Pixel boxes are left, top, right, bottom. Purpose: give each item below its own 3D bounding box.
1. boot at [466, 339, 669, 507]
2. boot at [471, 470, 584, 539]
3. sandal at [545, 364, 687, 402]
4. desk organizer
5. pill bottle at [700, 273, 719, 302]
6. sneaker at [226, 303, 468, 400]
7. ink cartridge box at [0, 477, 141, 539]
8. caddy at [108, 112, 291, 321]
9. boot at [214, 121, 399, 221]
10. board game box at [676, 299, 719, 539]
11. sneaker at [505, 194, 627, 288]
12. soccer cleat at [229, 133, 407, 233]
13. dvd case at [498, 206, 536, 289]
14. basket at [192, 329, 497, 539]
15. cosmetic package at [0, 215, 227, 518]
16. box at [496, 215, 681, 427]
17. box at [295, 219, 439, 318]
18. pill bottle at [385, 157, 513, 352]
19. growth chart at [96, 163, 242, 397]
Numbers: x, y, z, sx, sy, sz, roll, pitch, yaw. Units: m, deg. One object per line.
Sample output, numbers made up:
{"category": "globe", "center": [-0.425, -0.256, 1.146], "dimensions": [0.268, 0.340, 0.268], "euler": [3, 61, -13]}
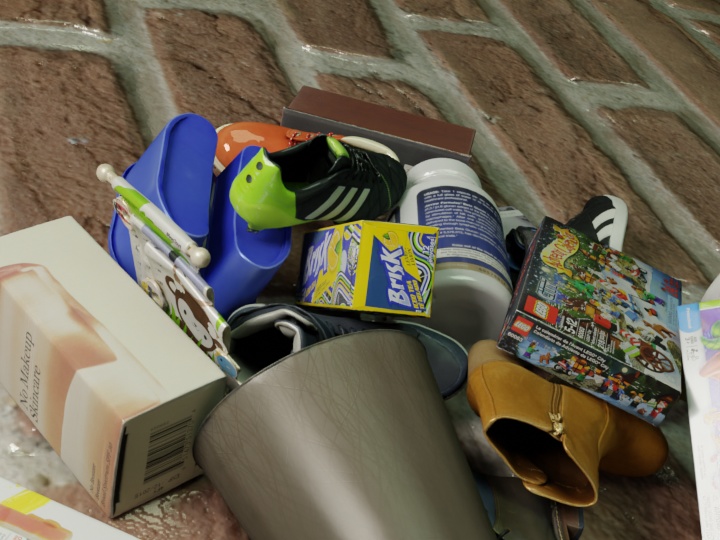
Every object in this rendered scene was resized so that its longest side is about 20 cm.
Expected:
{"category": "boot", "center": [0.162, 0.135, 0.811], "dimensions": [0.201, 0.071, 0.144], "euler": [31, 19, -14]}
{"category": "boot", "center": [0.100, 0.205, 0.735], "dimensions": [0.097, 0.075, 0.200], "euler": [19, 23, -1]}
{"category": "sandal", "center": [0.223, 0.099, 0.955], "dimensions": [0.212, 0.078, 0.070], "euler": [-14, 10, -23]}
{"category": "desk organizer", "center": [0.017, -0.130, 1.152], "dimensions": [0.200, 0.072, 0.077], "euler": [15, 32, 4]}
{"category": "pill bottle", "center": [0.431, 0.072, 1.030], "dimensions": [0.112, 0.112, 0.200], "euler": [-13, 46, -37]}
{"category": "sneaker", "center": [-0.010, 0.070, 0.818], "dimensions": [0.202, 0.077, 0.146], "euler": [8, -1, -1]}
{"category": "ink cartridge box", "center": [-0.233, 0.188, 0.601], "dimensions": [0.200, 0.083, 0.145], "euler": [22, 35, 6]}
{"category": "caddy", "center": [-0.140, -0.038, 0.941], "dimensions": [0.141, 0.105, 0.200], "euler": [27, 37, -24]}
{"category": "boot", "center": [-0.053, -0.112, 1.063], "dimensions": [0.200, 0.107, 0.075], "euler": [15, 75, 0]}
{"category": "board game box", "center": [0.315, 0.114, 0.799], "dimensions": [0.045, 0.134, 0.200], "euler": [36, 48, -53]}
{"category": "sneaker", "center": [0.200, -0.031, 1.077], "dimensions": [0.112, 0.073, 0.200], "euler": [20, 36, -1]}
{"category": "soccer cleat", "center": [-0.021, -0.079, 0.921], "dimensions": [0.200, 0.081, 0.068], "euler": [-14, 61, -45]}
{"category": "dvd case", "center": [0.151, 0.003, 1.087], "dimensions": [0.149, 0.016, 0.200], "euler": [-8, 42, -31]}
{"category": "basket", "center": [0.009, 0.161, 0.705], "dimensions": [0.180, 0.136, 0.200], "euler": [-24, 53, -12]}
{"category": "cosmetic package", "center": [-0.194, 0.063, 0.775], "dimensions": [0.087, 0.103, 0.200], "euler": [-22, 49, -39]}
{"category": "box", "center": [0.194, 0.034, 0.893], "dimensions": [0.137, 0.038, 0.200], "euler": [27, 28, 3]}
{"category": "box", "center": [0.000, 0.000, 0.886], "dimensions": [0.064, 0.070, 0.200], "euler": [7, -2, -15]}
{"category": "pill bottle", "center": [0.078, -0.013, 0.984], "dimensions": [0.111, 0.111, 0.200], "euler": [11, 39, -9]}
{"category": "growth chart", "center": [-0.129, 0.034, 0.773], "dimensions": [0.018, 0.200, 0.145], "euler": [-29, 46, -30]}
